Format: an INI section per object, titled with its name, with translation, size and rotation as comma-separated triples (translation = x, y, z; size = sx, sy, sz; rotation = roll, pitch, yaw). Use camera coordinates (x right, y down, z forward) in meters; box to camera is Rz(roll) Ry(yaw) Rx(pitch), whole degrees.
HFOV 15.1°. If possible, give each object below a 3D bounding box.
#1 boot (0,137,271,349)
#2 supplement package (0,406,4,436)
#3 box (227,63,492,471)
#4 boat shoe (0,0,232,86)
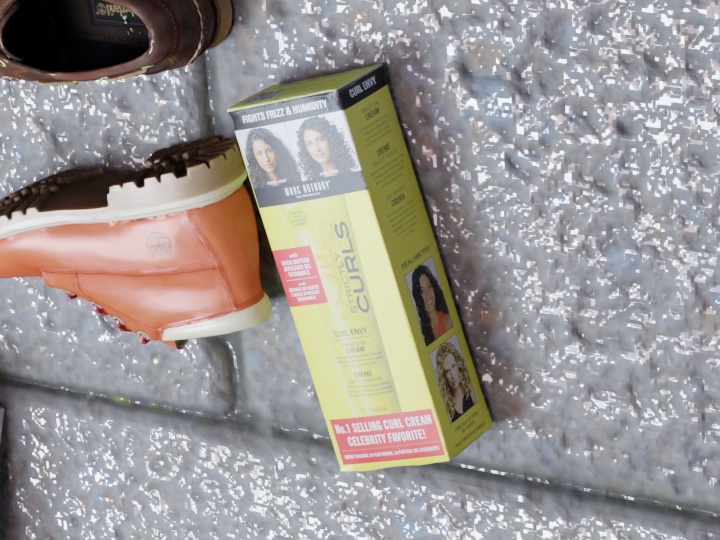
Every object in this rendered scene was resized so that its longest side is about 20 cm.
[boot]
translation = -0.138, -0.002, 1.462
size = 0.200, 0.075, 0.107
rotation = -7, 111, 34
[supplement package]
translation = -0.293, 0.170, 1.576
size = 0.113, 0.109, 0.201
rotation = 12, 98, 29
[box]
translation = 0.000, 0.000, 1.383
size = 0.075, 0.050, 0.201
rotation = -7, 107, 34
[boat shoe]
translation = -0.166, -0.133, 1.422
size = 0.200, 0.070, 0.071
rotation = 0, 111, 34
